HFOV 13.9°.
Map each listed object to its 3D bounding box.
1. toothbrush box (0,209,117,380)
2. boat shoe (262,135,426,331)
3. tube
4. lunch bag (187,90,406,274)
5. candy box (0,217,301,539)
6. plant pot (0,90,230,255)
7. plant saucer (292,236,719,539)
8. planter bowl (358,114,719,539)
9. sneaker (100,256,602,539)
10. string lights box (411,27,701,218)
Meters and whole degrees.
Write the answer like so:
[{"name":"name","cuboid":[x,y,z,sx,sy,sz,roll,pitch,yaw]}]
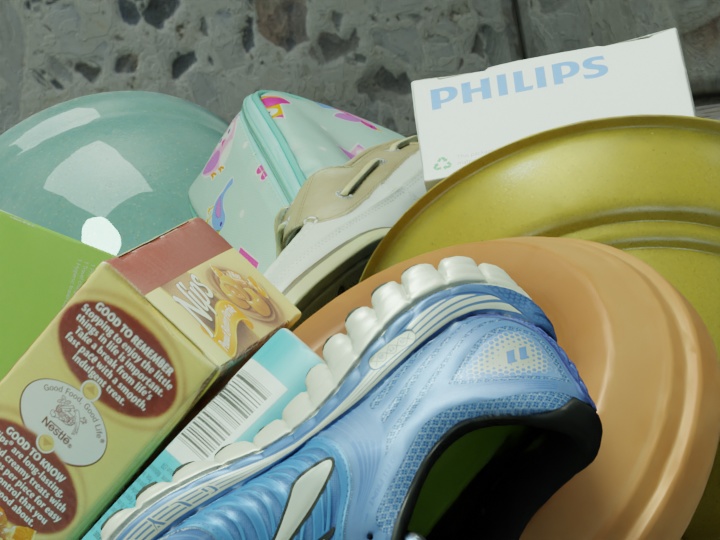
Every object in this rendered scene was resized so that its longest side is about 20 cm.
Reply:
[{"name":"toothbrush box","cuboid":[-0.103,0.048,1.199,0.199,0.087,0.145,23,-12,-24]},{"name":"boat shoe","cuboid":[0.000,0.000,1.155,0.068,0.075,0.200,15,28,29]},{"name":"tube","cuboid":[-0.078,0.103,0.908,0.200,0.050,0.077,-43,2,-6]},{"name":"lunch bag","cuboid":[0.031,0.003,1.316,0.199,0.077,0.161,22,19,-28]},{"name":"candy box","cuboid":[-0.113,0.077,0.989,0.200,0.055,0.115,-48,-3,14]},{"name":"plant pot","cuboid":[-0.100,0.033,1.402,0.199,0.201,0.134,-13,33,-23]},{"name":"plant saucer","cuboid":[0.019,0.061,0.945,0.199,0.038,0.201,-24,38,20]},{"name":"planter bowl","cuboid":[0.097,0.046,1.063,0.199,0.201,0.084,-11,43,5]},{"name":"sneaker","cuboid":[-0.012,0.089,0.846,0.200,0.079,0.089,-46,44,2]},{"name":"string lights box","cuboid":[0.088,0.008,1.127,0.102,0.201,0.059,-11,44,6]}]
